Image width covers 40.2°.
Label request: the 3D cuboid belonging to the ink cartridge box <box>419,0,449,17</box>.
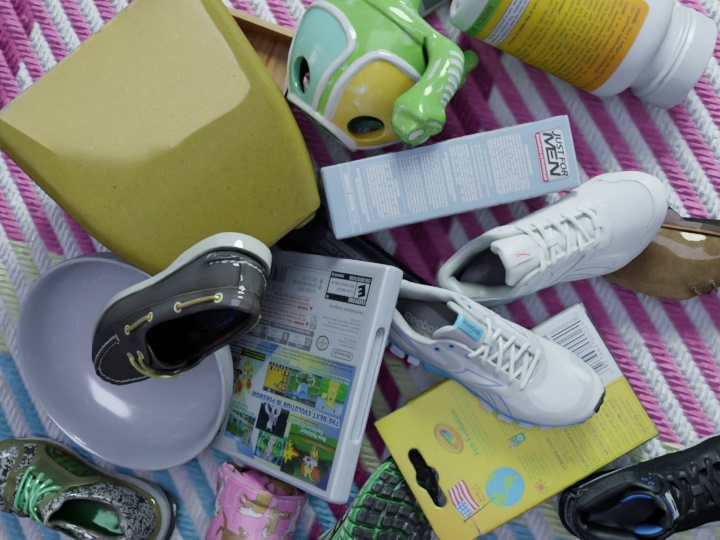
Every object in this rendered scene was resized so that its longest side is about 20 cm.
[{"bbox_3d":[0.068,-0.348,0.904,0.162,0.050,0.200,-31,63,4],"label":"ink cartridge box"}]

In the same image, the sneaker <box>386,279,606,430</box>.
[{"bbox_3d":[0.095,0.063,0.768,0.200,0.087,0.075,22,76,15],"label":"sneaker"}]

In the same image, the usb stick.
[{"bbox_3d":[0.000,0.000,0.870,0.200,0.033,0.056,37,96,10],"label":"usb stick"}]

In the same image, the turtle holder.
[{"bbox_3d":[0.020,-0.162,0.825,0.185,0.141,0.132,41,92,23],"label":"turtle holder"}]

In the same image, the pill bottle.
[{"bbox_3d":[0.185,-0.212,0.812,0.200,0.111,0.111,24,87,-9],"label":"pill bottle"}]

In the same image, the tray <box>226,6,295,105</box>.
[{"bbox_3d":[-0.126,-0.134,0.901,0.098,0.037,0.200,22,86,10],"label":"tray"}]

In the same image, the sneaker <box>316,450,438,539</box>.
[{"bbox_3d":[-0.011,0.232,0.823,0.078,0.085,0.200,45,72,-24],"label":"sneaker"}]

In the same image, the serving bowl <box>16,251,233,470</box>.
[{"bbox_3d":[-0.193,0.071,0.850,0.200,0.066,0.201,8,114,18],"label":"serving bowl"}]

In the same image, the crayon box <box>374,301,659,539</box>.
[{"bbox_3d":[0.127,0.130,0.822,0.200,0.051,0.127,-29,80,0],"label":"crayon box"}]

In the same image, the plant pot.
[{"bbox_3d":[-0.135,-0.093,0.791,0.194,0.196,0.200,-38,96,2],"label":"plant pot"}]

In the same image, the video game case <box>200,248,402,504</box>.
[{"bbox_3d":[-0.056,0.076,0.812,0.200,0.022,0.183,9,84,50],"label":"video game case"}]

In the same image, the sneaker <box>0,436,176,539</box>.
[{"bbox_3d":[-0.264,0.195,0.856,0.200,0.089,0.077,13,86,10],"label":"sneaker"}]

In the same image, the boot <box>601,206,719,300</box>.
[{"bbox_3d":[0.294,-0.007,0.817,0.200,0.074,0.076,14,99,17],"label":"boot"}]

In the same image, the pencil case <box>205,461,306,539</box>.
[{"bbox_3d":[-0.110,0.267,0.827,0.083,0.086,0.200,15,86,32],"label":"pencil case"}]

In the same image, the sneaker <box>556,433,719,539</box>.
[{"bbox_3d":[0.257,0.179,0.772,0.200,0.112,0.073,-17,82,6],"label":"sneaker"}]

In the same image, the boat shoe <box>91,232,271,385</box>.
[{"bbox_3d":[-0.142,0.044,0.728,0.201,0.072,0.061,-35,41,37],"label":"boat shoe"}]

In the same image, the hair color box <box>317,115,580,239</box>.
[{"bbox_3d":[0.068,-0.077,0.814,0.200,0.099,0.061,-12,96,-3],"label":"hair color box"}]

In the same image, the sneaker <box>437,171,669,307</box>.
[{"bbox_3d":[0.151,-0.016,0.790,0.200,0.099,0.078,-29,84,26],"label":"sneaker"}]
